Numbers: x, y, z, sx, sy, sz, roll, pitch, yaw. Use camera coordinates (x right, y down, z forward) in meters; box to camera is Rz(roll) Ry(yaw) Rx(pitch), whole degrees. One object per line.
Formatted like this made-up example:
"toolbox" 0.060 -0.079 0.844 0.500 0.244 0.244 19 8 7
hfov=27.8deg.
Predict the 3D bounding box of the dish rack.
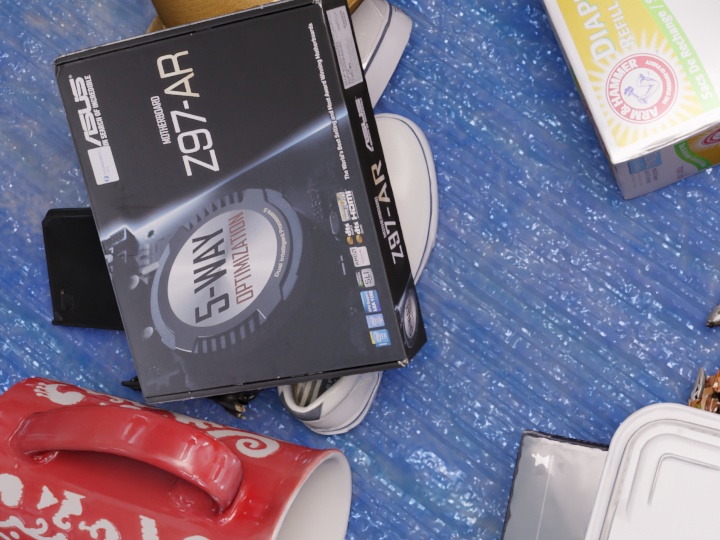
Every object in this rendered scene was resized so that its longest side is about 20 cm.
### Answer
"dish rack" 0.204 0.165 0.707 0.200 0.044 0.172 15 86 14

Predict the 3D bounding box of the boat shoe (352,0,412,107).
"boat shoe" -0.049 -0.087 0.876 0.086 0.075 0.202 29 87 -19

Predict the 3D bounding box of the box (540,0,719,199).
"box" 0.158 -0.157 0.835 0.101 0.112 0.200 -23 79 9

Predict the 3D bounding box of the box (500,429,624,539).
"box" 0.162 0.201 0.786 0.182 0.104 0.200 11 84 13

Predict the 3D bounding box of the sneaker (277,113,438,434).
"sneaker" 0.000 0.000 0.870 0.073 0.071 0.200 10 84 14

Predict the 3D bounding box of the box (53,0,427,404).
"box" -0.064 -0.037 0.786 0.160 0.044 0.200 -9 102 20

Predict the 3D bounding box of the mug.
"mug" -0.120 0.122 0.843 0.200 0.133 0.178 16 123 19

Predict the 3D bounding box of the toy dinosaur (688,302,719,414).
"toy dinosaur" 0.269 0.030 0.797 0.136 0.102 0.200 44 115 31

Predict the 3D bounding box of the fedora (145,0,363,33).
"fedora" -0.074 -0.181 0.856 0.200 0.082 0.201 -25 33 18

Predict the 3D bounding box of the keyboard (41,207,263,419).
"keyboard" -0.115 0.023 0.885 0.200 0.021 0.127 2 102 36
